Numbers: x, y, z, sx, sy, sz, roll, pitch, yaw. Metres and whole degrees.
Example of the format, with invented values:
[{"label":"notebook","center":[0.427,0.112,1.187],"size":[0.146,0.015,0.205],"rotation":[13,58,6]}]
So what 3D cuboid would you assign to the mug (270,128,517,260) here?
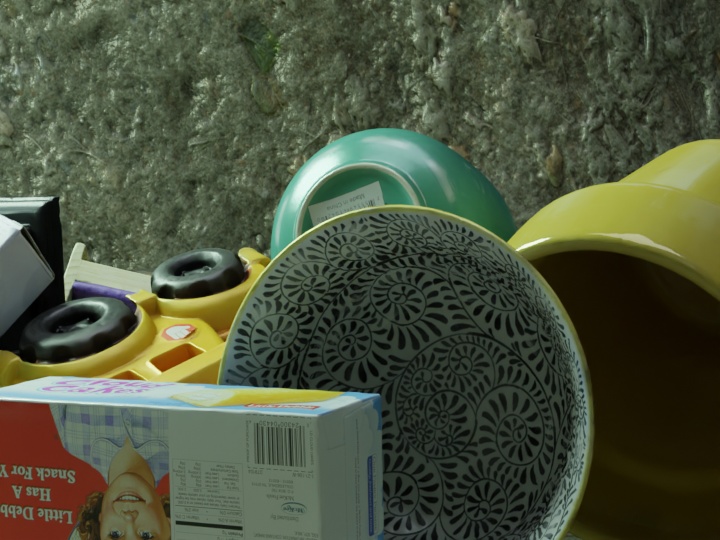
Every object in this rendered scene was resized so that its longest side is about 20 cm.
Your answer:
[{"label":"mug","center":[0.011,0.000,1.066],"size":[0.151,0.186,0.114],"rotation":[26,-1,23]}]

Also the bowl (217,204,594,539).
[{"label":"bowl","center":[0.036,0.071,0.822],"size":[0.199,0.203,0.094],"rotation":[0,-1,26]}]

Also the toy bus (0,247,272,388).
[{"label":"toy bus","center":[-0.086,0.082,0.937],"size":[0.199,0.137,0.191],"rotation":[-26,23,-30]}]

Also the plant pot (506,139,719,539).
[{"label":"plant pot","center":[0.178,0.025,0.910],"size":[0.199,0.203,0.189],"rotation":[1,30,34]}]

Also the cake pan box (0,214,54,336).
[{"label":"cake pan box","center":[-0.303,0.025,0.974],"size":[0.199,0.185,0.052],"rotation":[22,-25,38]}]

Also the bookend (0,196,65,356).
[{"label":"bookend","center":[-0.281,0.058,1.052],"size":[0.091,0.203,0.198],"rotation":[0,4,26]}]

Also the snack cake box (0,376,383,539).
[{"label":"snack cake box","center":[-0.089,0.116,0.790],"size":[0.198,0.116,0.067],"rotation":[1,5,27]}]

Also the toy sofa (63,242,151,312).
[{"label":"toy sofa","center":[-0.132,0.059,1.212],"size":[0.198,0.098,0.083],"rotation":[13,-35,3]}]
